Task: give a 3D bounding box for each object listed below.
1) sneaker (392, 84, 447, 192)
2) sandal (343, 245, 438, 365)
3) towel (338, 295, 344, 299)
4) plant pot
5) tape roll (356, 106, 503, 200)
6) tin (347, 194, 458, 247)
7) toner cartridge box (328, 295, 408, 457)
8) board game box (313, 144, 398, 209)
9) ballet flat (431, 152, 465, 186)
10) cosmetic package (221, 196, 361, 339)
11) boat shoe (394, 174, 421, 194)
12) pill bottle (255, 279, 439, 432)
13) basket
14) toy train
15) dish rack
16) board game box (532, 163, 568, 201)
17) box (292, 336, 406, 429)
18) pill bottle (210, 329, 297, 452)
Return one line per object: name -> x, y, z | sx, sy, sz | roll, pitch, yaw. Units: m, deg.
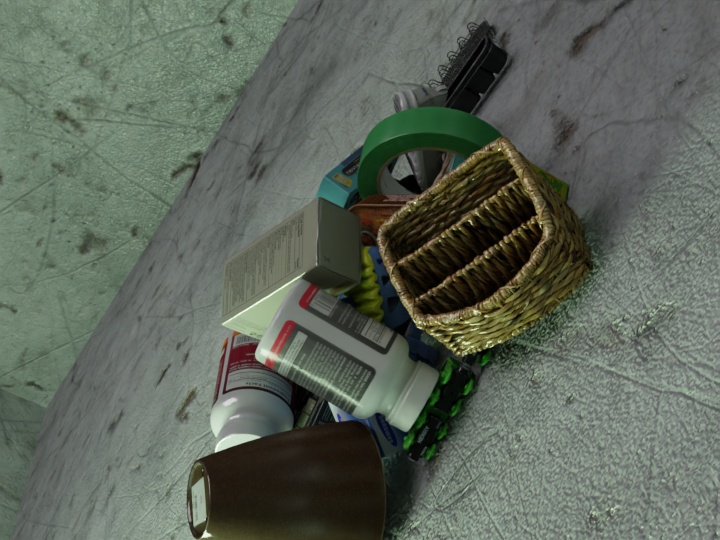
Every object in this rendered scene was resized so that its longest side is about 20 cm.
sneaker -> 0.106, -0.177, 1.637 | 0.082, 0.200, 0.075 | -18, 51, -1
sandal -> 0.040, 0.062, 1.456 | 0.079, 0.087, 0.200 | 6, 114, 60
towel -> -0.052, 0.035, 1.750 | 0.200, 0.024, 0.145 | -39, -23, -59
plant pot -> -0.099, 0.272, 1.381 | 0.187, 0.200, 0.187 | -177, 90, -66
tape roll -> 0.097, -0.120, 1.475 | 0.200, 0.200, 0.048 | -42, 29, 46
tin -> 0.062, -0.039, 1.431 | 0.200, 0.112, 0.042 | 4, 29, 43
toner cartridge box -> -0.010, 0.140, 1.456 | 0.095, 0.043, 0.200 | -32, 80, 61
board game box -> -0.026, -0.085, 1.671 | 0.151, 0.047, 0.200 | -44, -16, -46
ballet flat -> 0.123, -0.105, 1.612 | 0.072, 0.068, 0.200 | 111, -178, -76
cosmetic package -> -0.089, 0.001, 1.462 | 0.200, 0.071, 0.105 | -29, 49, 41
boat shoe -> 0.041, -0.087, 1.647 | 0.075, 0.075, 0.202 | -36, -8, 21
pill bottle -> -0.013, 0.104, 1.354 | 0.111, 0.200, 0.111 | -60, -2, -3
basket -> 0.131, -0.016, 1.268 | 0.200, 0.149, 0.143 | -34, 30, 24
toy train -> 0.107, 0.134, 1.365 | 0.200, 0.042, 0.056 | -60, 10, 8
dish rack -> 0.159, -0.313, 1.794 | 0.153, 0.055, 0.200 | -53, 21, 24
board game box -> 0.150, -0.069, 1.421 | 0.200, 0.102, 0.048 | -37, 31, 52
box -> -0.029, 0.161, 1.603 | 0.200, 0.086, 0.164 | -65, 19, -6
pill bottle -> -0.144, 0.174, 1.578 | 0.113, 0.113, 0.200 | -49, 24, 35
